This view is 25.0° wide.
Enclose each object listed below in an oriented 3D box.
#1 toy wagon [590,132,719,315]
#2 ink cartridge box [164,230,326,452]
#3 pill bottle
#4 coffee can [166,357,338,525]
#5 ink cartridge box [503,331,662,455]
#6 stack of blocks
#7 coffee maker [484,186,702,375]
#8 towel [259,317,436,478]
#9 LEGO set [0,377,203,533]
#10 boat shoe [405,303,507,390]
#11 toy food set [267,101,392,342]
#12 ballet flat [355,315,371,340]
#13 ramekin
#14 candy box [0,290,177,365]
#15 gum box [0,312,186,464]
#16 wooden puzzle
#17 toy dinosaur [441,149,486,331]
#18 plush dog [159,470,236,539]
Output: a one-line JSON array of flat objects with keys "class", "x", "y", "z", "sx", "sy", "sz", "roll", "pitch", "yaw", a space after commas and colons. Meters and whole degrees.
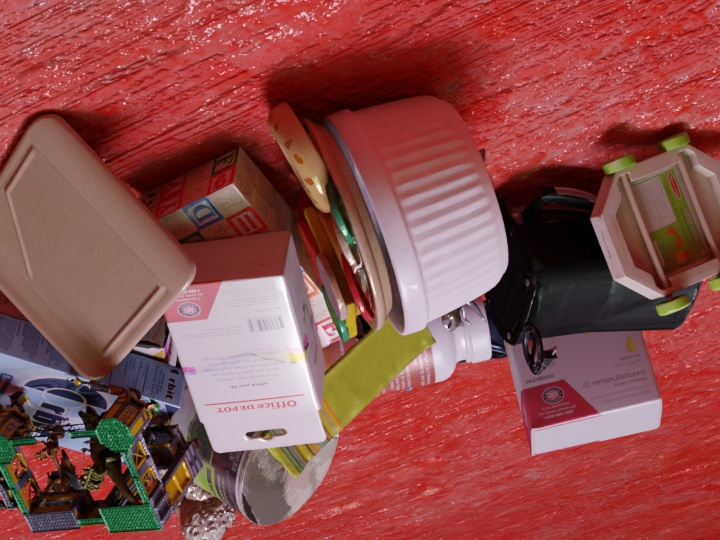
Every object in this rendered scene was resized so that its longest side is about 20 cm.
[{"class": "toy wagon", "x": 0.318, "y": -0.053, "z": 1.572, "sx": 0.199, "sy": 0.156, "sz": 0.040, "roll": -21, "pitch": -179, "yaw": -25}, {"class": "ink cartridge box", "x": -0.100, "y": 0.068, "z": 1.458, "sx": 0.115, "sy": 0.068, "sz": 0.201, "roll": -6, "pitch": 127, "yaw": 9}, {"class": "pill bottle", "x": 0.036, "y": 0.074, "z": 1.753, "sx": 0.198, "sy": 0.113, "sz": 0.112, "roll": -11, "pitch": 155, "yaw": -3}, {"class": "coffee can", "x": -0.142, "y": 0.152, "z": 1.677, "sx": 0.146, "sy": 0.199, "sz": 0.147, "roll": -32, "pitch": 136, "yaw": -38}, {"class": "ink cartridge box", "x": 0.230, "y": 0.081, "z": 1.759, "sx": 0.144, "sy": 0.201, "sz": 0.084, "roll": -13, "pitch": 152, "yaw": 2}, {"class": "stack of blocks", "x": -0.103, "y": -0.004, "z": 1.482, "sx": 0.115, "sy": 0.059, "sz": 0.200, "roll": -25, "pitch": 124, "yaw": 22}, {"class": "coffee maker", "x": 0.234, "y": 0.014, "z": 1.626, "sx": 0.198, "sy": 0.194, "sz": 0.135, "roll": -3, "pitch": 158, "yaw": -18}, {"class": "towel", "x": -0.011, "y": 0.115, "z": 1.596, "sx": 0.200, "sy": 0.018, "sz": 0.086, "roll": -43, "pitch": 145, "yaw": -8}, {"class": "LEGO set", "x": -0.241, "y": 0.161, "z": 1.504, "sx": 0.199, "sy": 0.116, "sz": 0.155, "roll": -16, "pitch": 113, "yaw": 28}, {"class": "boat shoe", "x": 0.076, "y": 0.089, "z": 1.854, "sx": 0.198, "sy": 0.069, "sz": 0.084, "roll": -15, "pitch": 155, "yaw": 6}, {"class": "toy food set", "x": -0.024, "y": -0.036, "z": 1.391, "sx": 0.048, "sy": 0.199, "sz": 0.200, "roll": -20, "pitch": 158, "yaw": -8}, {"class": "ballet flat", "x": 0.000, "y": 0.000, "z": 1.578, "sx": 0.067, "sy": 0.047, "sz": 0.201, "roll": -11, "pitch": 128, "yaw": 1}, {"class": "ramekin", "x": 0.050, "y": -0.056, "z": 1.401, "sx": 0.104, "sy": 0.201, "sz": 0.200, "roll": -21, "pitch": 156, "yaw": -7}, {"class": "candy box", "x": -0.280, "y": 0.065, "z": 1.571, "sx": 0.198, "sy": 0.061, "sz": 0.137, "roll": 8, "pitch": 151, "yaw": -1}, {"class": "gum box", "x": -0.286, "y": 0.115, "z": 1.552, "sx": 0.199, "sy": 0.045, "sz": 0.170, "roll": 19, "pitch": 148, "yaw": -17}, {"class": "wooden puzzle", "x": -0.242, "y": -0.018, "z": 1.393, "sx": 0.200, "sy": 0.185, "sz": 0.037, "roll": -43, "pitch": -179, "yaw": 44}, {"class": "toy dinosaur", "x": 0.091, "y": -0.041, "z": 1.603, "sx": 0.102, "sy": 0.077, "sz": 0.201, "roll": 0, "pitch": 120, "yaw": -33}, {"class": "plush dog", "x": -0.182, "y": 0.186, "z": 1.865, "sx": 0.160, "sy": 0.201, "sz": 0.172, "roll": 28, "pitch": 136, "yaw": 0}]
